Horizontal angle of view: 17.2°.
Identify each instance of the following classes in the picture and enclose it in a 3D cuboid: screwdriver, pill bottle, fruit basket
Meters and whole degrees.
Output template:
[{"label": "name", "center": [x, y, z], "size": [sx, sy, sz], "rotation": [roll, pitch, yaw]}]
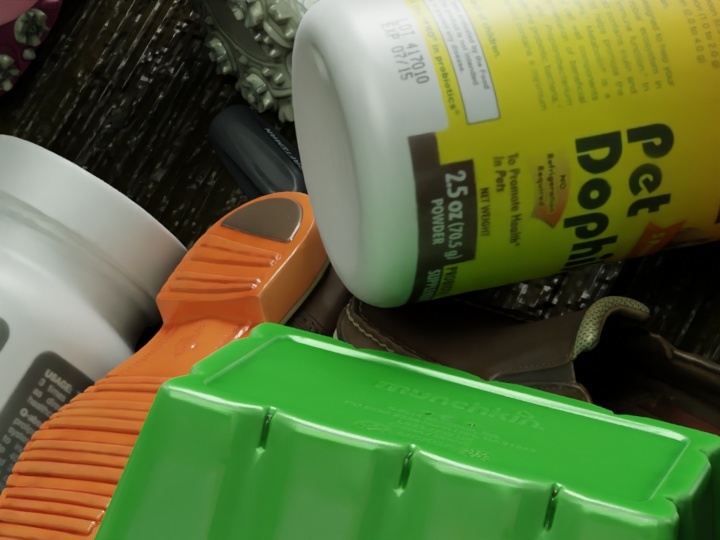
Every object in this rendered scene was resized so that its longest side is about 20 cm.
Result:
[{"label": "screwdriver", "center": [0.000, 0.000, 0.910], "size": [0.028, 0.029, 0.200], "rotation": [-41, 53, -2]}, {"label": "pill bottle", "center": [-0.152, 0.057, 0.891], "size": [0.116, 0.116, 0.200], "rotation": [23, 73, 32]}, {"label": "pill bottle", "center": [0.084, -0.057, 0.826], "size": [0.200, 0.109, 0.109], "rotation": [-12, 54, -13]}, {"label": "fruit basket", "center": [0.008, 0.138, 0.734], "size": [0.215, 0.155, 0.216], "rotation": [4, 103, 18]}]

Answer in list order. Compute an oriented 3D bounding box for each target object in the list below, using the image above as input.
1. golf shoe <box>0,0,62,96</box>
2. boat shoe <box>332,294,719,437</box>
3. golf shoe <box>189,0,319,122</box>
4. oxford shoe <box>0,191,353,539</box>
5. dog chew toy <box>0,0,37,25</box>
[{"label": "golf shoe", "center": [-0.150, -0.166, 1.046], "size": [0.091, 0.075, 0.200], "rotation": [24, 70, 41]}, {"label": "boat shoe", "center": [0.080, 0.038, 0.811], "size": [0.202, 0.075, 0.075], "rotation": [23, 37, 26]}, {"label": "golf shoe", "center": [-0.001, -0.101, 0.955], "size": [0.097, 0.078, 0.200], "rotation": [-31, 54, -21]}, {"label": "oxford shoe", "center": [-0.059, 0.063, 0.847], "size": [0.071, 0.073, 0.200], "rotation": [6, 47, 44]}, {"label": "dog chew toy", "center": [-0.126, -0.167, 0.912], "size": [0.124, 0.125, 0.200], "rotation": [5, 45, 27]}]
